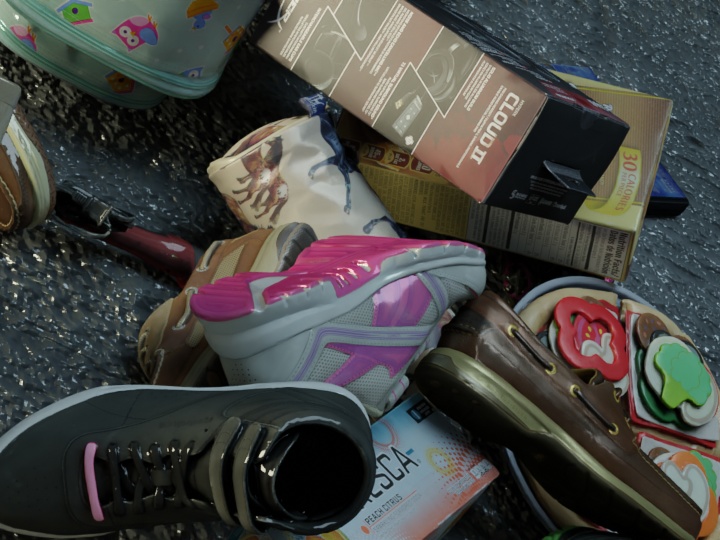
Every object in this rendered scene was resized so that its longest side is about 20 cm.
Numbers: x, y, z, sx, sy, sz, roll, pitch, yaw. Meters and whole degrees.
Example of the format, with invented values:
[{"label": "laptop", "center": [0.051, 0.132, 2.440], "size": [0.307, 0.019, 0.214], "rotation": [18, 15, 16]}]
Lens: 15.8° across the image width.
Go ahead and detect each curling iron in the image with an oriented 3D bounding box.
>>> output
[{"label": "curling iron", "center": [-0.099, -0.003, 1.466], "size": [0.200, 0.026, 0.050], "rotation": [28, 0, -37]}]

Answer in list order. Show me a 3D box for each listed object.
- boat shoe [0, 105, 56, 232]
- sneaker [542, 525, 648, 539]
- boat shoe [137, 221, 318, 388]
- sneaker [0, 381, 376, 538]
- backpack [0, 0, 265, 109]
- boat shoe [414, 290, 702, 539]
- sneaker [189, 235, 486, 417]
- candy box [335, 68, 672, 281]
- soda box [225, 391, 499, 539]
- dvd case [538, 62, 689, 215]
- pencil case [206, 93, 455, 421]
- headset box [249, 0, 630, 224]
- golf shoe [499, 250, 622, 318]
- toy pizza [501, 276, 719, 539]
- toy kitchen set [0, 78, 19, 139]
[{"label": "boat shoe", "center": [-0.248, -0.094, 1.405], "size": [0.075, 0.075, 0.203], "rotation": [-32, 76, -31]}, {"label": "sneaker", "center": [0.118, 0.187, 1.388], "size": [0.200, 0.083, 0.077], "rotation": [-46, 125, -59]}, {"label": "boat shoe", "center": [-0.081, 0.050, 1.388], "size": [0.200, 0.071, 0.076], "rotation": [-57, 140, -47]}, {"label": "sneaker", "center": [-0.083, 0.093, 1.229], "size": [0.199, 0.071, 0.099], "rotation": [-7, 8, -12]}, {"label": "backpack", "center": [-0.140, -0.187, 1.545], "size": [0.175, 0.154, 0.200], "rotation": [29, 19, -18]}, {"label": "boat shoe", "center": [0.122, 0.087, 1.445], "size": [0.200, 0.072, 0.068], "rotation": [38, 70, -20]}, {"label": "sneaker", "center": [-0.007, 0.034, 1.363], "size": [0.200, 0.081, 0.089], "rotation": [-19, 106, -44]}, {"label": "candy box", "center": [0.087, -0.075, 1.638], "size": [0.199, 0.055, 0.116], "rotation": [14, 53, 8]}, {"label": "soda box", "center": [-0.006, 0.135, 1.356], "size": [0.068, 0.064, 0.200], "rotation": [44, 30, 9]}, {"label": "dvd case", "center": [0.139, -0.097, 1.869], "size": [0.199, 0.018, 0.143], "rotation": [1, 48, -49]}, {"label": "pencil case", "center": [0.000, 0.000, 1.491], "size": [0.089, 0.078, 0.200], "rotation": [-33, 88, -27]}, {"label": "headset box", "center": [0.056, -0.104, 1.525], "size": [0.200, 0.077, 0.149], "rotation": [37, 12, 21]}, {"label": "golf shoe", "center": [0.126, -0.014, 1.691], "size": [0.092, 0.073, 0.200], "rotation": [1, 47, -49]}, {"label": "toy pizza", "center": [0.162, 0.093, 1.565], "size": [0.200, 0.032, 0.201], "rotation": [20, 55, -31]}, {"label": "toy kitchen set", "center": [-0.289, -0.034, 1.180], "size": [0.180, 0.200, 0.164], "rotation": [26, 75, -25]}]
